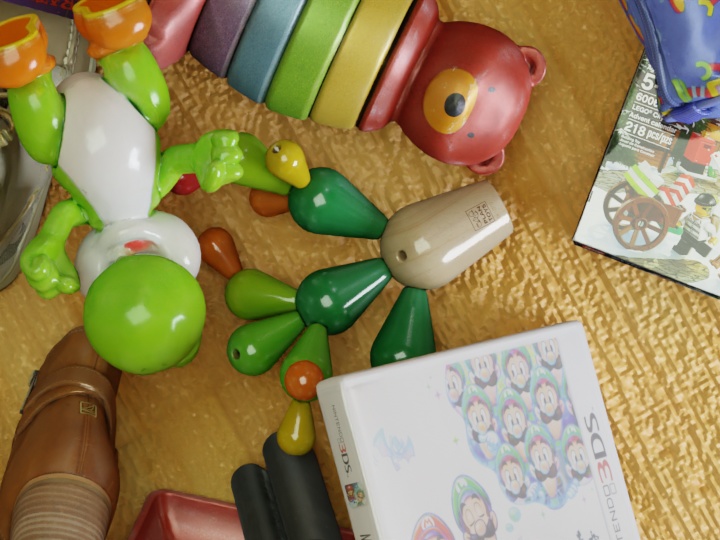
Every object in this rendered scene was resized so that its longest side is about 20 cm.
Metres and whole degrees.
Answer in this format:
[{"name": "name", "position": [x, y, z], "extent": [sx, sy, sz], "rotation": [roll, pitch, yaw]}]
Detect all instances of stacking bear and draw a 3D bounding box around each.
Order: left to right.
[{"name": "stacking bear", "position": [-0.004, -0.121, 1.458], "extent": [0.200, 0.114, 0.122], "rotation": [26, 98, 0]}]

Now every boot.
[{"name": "boot", "position": [-0.196, -0.085, 1.453], "extent": [0.072, 0.155, 0.201], "rotation": [15, 90, 6]}, {"name": "boot", "position": [-0.171, 0.134, 1.476], "extent": [0.073, 0.200, 0.155], "rotation": [19, 52, -19]}]

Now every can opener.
[{"name": "can opener", "position": [-0.018, 0.163, 1.425], "extent": [0.067, 0.200, 0.053], "rotation": [35, 108, -28]}]

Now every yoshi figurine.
[{"name": "yoshi figurine", "position": [-0.119, -0.032, 1.388], "extent": [0.112, 0.112, 0.201], "rotation": [-2, 115, 34]}]

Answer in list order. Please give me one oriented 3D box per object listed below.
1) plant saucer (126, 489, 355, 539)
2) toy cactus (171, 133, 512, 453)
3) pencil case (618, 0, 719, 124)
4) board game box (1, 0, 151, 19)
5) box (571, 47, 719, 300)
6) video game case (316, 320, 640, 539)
[{"name": "plant saucer", "position": [-0.038, 0.200, 1.426], "extent": [0.199, 0.200, 0.037], "rotation": [11, 121, 6]}, {"name": "toy cactus", "position": [0.000, 0.000, 1.463], "extent": [0.165, 0.102, 0.200], "rotation": [-29, 77, -6]}, {"name": "pencil case", "position": [0.154, -0.170, 1.414], "extent": [0.087, 0.078, 0.201], "rotation": [-22, 89, -26]}, {"name": "board game box", "position": [-0.196, -0.191, 1.483], "extent": [0.199, 0.032, 0.120], "rotation": [15, 45, 7]}, {"name": "box", "position": [0.228, -0.043, 1.467], "extent": [0.199, 0.038, 0.137], "rotation": [21, 90, 6]}, {"name": "video game case", "position": [0.071, 0.128, 1.410], "extent": [0.024, 0.200, 0.183], "rotation": [-18, 86, 42]}]
